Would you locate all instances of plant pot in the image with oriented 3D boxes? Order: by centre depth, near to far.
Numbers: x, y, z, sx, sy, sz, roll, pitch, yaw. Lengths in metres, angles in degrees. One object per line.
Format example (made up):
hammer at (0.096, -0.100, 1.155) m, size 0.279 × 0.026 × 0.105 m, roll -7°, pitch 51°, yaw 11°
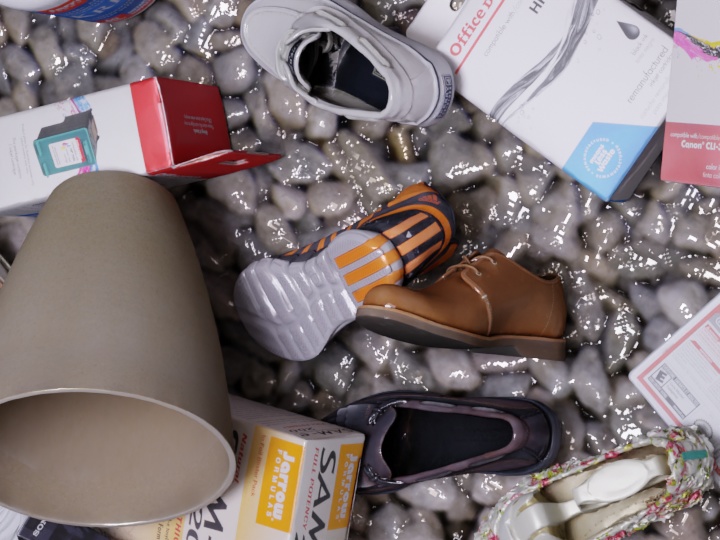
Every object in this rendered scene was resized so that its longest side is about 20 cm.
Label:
plant pot at (-0.173, 0.040, 1.510) m, size 0.186 × 0.187 × 0.201 m, roll -12°, pitch 55°, yaw 18°

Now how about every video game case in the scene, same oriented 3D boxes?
video game case at (0.297, 0.060, 1.500) m, size 0.200 × 0.017 × 0.143 m, roll -43°, pitch 79°, yaw 16°

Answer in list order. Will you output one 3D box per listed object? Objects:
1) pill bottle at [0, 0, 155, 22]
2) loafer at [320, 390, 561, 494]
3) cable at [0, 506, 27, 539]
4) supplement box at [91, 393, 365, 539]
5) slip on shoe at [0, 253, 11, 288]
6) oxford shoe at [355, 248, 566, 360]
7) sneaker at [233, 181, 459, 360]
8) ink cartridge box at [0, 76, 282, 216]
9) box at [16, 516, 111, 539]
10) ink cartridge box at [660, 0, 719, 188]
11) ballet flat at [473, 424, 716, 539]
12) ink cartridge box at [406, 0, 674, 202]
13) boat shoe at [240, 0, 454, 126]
pill bottle at (-0.214, -0.233, 1.564) m, size 0.111 × 0.200 × 0.113 m, roll 1°, pitch 93°, yaw 19°
loafer at (0.037, 0.115, 1.556) m, size 0.199 × 0.063 × 0.073 m, roll -7°, pitch 80°, yaw 26°
cable at (-0.300, 0.150, 1.629) m, size 0.198 × 0.069 × 0.201 m, roll -15°, pitch 128°, yaw 5°
supplement box at (-0.103, 0.154, 1.580) m, size 0.199 × 0.073 × 0.127 m, roll 13°, pitch 96°, yaw 36°
slip on shoe at (-0.265, 0.044, 1.669) m, size 0.076 × 0.061 × 0.200 m, roll -36°, pitch 99°, yaw 9°
oxford shoe at (0.067, 0.019, 1.490) m, size 0.071 × 0.199 × 0.072 m, roll 6°, pitch 90°, yaw 39°
sneaker at (0.000, 0.000, 1.570) m, size 0.199 × 0.112 × 0.078 m, roll -18°, pitch 101°, yaw 52°
ink cartridge box at (-0.169, -0.090, 1.599) m, size 0.198 × 0.116 × 0.068 m, roll -12°, pitch 87°, yaw 18°
box at (-0.148, 0.249, 1.597) m, size 0.199 × 0.143 × 0.036 m, roll 29°, pitch 64°, yaw 16°
ink cartridge box at (0.264, -0.152, 1.444) m, size 0.067 × 0.116 × 0.202 m, roll 10°, pitch 97°, yaw 53°
ballet flat at (0.147, 0.157, 1.521) m, size 0.199 × 0.064 × 0.076 m, roll -32°, pitch 70°, yaw 23°
ink cartridge box at (0.126, -0.150, 1.522) m, size 0.200 × 0.068 × 0.116 m, roll 37°, pitch 103°, yaw 14°
boat shoe at (-0.025, -0.144, 1.541) m, size 0.200 × 0.065 × 0.072 m, roll 33°, pitch 117°, yaw 39°
